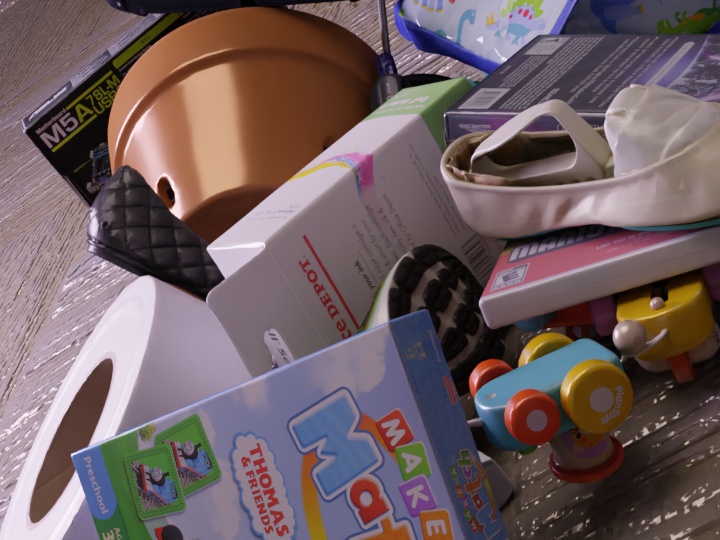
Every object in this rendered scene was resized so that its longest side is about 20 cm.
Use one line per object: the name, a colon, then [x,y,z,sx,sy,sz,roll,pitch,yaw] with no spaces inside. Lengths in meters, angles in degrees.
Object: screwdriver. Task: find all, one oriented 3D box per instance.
screwdriver: [0.013,-0.147,1.171,0.029,0.028,0.201,-35,45,28]

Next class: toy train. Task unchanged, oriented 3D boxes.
toy train: [0.097,0.044,0.859,0.149,0.056,0.200,-10,19,41]

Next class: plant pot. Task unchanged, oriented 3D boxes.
plant pot: [-0.062,-0.044,1.170,0.199,0.200,0.141,-31,38,20]

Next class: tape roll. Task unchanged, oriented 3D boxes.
tape roll: [-0.131,0.108,1.016,0.203,0.070,0.203,-53,20,29]

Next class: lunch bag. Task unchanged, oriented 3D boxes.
lunch bag: [0.138,-0.187,1.153,0.199,0.128,0.170,-36,33,-16]

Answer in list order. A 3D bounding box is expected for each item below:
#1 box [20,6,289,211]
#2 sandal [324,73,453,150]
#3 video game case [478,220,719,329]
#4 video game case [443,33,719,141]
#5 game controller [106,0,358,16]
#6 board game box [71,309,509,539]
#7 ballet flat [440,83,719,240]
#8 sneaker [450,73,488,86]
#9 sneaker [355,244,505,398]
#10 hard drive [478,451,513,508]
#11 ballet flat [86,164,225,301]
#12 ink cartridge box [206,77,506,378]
box: [-0.104,-0.091,1.304,0.200,0.194,0.048,-40,17,0]
sandal: [-0.006,-0.076,1.279,0.199,0.075,0.045,-35,21,20]
video game case: [0.142,-0.033,0.922,0.142,0.018,0.200,-18,15,19]
video game case: [0.160,-0.096,0.954,0.198,0.019,0.143,4,24,26]
game controller: [-0.069,-0.201,1.198,0.198,0.042,0.105,0,39,25]
board game box: [-0.028,0.121,0.807,0.199,0.153,0.036,-24,-6,35]
ballet flat: [0.116,-0.053,0.861,0.199,0.070,0.070,-8,36,45]
sneaker: [0.082,-0.090,1.148,0.077,0.080,0.201,-25,23,30]
sneaker: [0.003,0.062,0.915,0.088,0.077,0.200,-31,17,42]
hard drive: [-0.015,0.124,0.948,0.132,0.027,0.200,-43,21,-10]
ballet flat: [-0.062,0.000,1.059,0.066,0.198,0.057,179,114,-83]
ink cartridge box: [0.000,0.000,0.992,0.200,0.118,0.067,-40,20,-27]
